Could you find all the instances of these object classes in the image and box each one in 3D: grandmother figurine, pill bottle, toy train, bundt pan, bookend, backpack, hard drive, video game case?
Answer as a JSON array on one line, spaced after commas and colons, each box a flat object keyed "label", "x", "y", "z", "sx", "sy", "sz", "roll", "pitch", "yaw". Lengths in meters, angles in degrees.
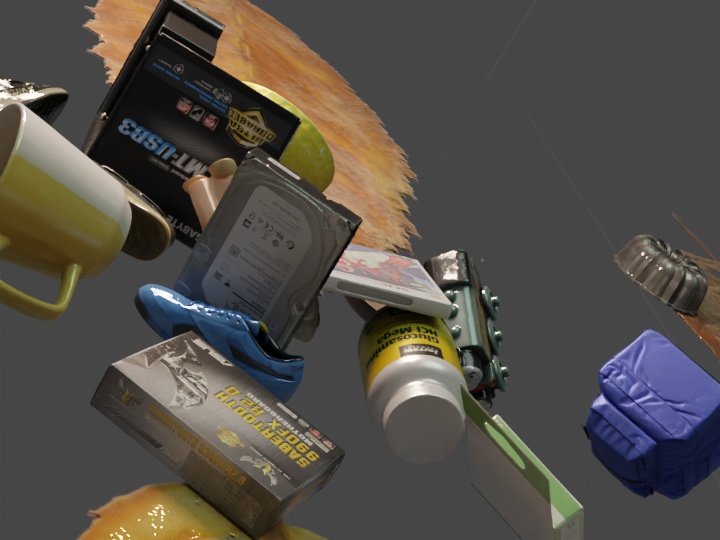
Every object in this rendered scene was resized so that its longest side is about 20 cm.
[{"label": "grandmother figurine", "x": -0.146, "y": -0.016, "z": 1.583, "sx": 0.060, "sy": 0.121, "sz": 0.202, "roll": 9, "pitch": 54, "yaw": -50}, {"label": "pill bottle", "x": 0.059, "y": 0.124, "z": 1.559, "sx": 0.112, "sy": 0.113, "sz": 0.200, "roll": 26, "pitch": 19, "yaw": -16}, {"label": "toy train", "x": 0.125, "y": 0.072, "z": 1.731, "sx": 0.114, "sy": 0.084, "sz": 0.201, "roll": 55, "pitch": 24, "yaw": -48}, {"label": "bundt pan", "x": 0.602, "y": -0.001, "z": 2.795, "sx": 0.201, "sy": 0.076, "sz": 0.202, "roll": 29, "pitch": 19, "yaw": -11}, {"label": "bookend", "x": -0.260, "y": -0.221, "z": 1.772, "sx": 0.092, "sy": 0.199, "sz": 0.200, "roll": 29, "pitch": 20, "yaw": -14}, {"label": "backpack", "x": 0.375, "y": 0.198, "z": 1.812, "sx": 0.163, "sy": 0.167, "sz": 0.200, "roll": 50, "pitch": -7, "yaw": 33}, {"label": "hard drive", "x": -0.105, "y": -0.007, "z": 1.489, "sx": 0.139, "sy": 0.201, "sz": 0.038, "roll": 35, "pitch": 21, "yaw": 5}, {"label": "video game case", "x": 0.000, "y": 0.000, "z": 1.640, "sx": 0.181, "sy": 0.023, "sz": 0.200, "roll": 14, "pitch": 12, "yaw": -13}]

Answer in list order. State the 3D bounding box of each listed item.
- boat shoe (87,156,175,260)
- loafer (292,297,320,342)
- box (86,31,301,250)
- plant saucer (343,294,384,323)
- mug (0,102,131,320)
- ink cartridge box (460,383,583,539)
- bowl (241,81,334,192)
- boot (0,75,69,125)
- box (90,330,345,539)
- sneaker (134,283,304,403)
[{"label": "boat shoe", "x": -0.293, "y": -0.079, "z": 1.584, "sx": 0.199, "sy": 0.073, "sz": 0.065, "roll": 38, "pitch": 8, "yaw": 5}, {"label": "loafer", "x": -0.088, "y": 0.029, "z": 1.651, "sx": 0.069, "sy": 0.070, "sz": 0.200, "roll": -13, "pitch": 18, "yaw": -6}, {"label": "box", "x": -0.201, "y": -0.143, "z": 1.673, "sx": 0.199, "sy": 0.200, "sz": 0.050, "roll": 32, "pitch": -1, "yaw": -2}, {"label": "plant saucer", "x": 0.049, "y": 0.048, "z": 1.857, "sx": 0.199, "sy": 0.035, "sz": 0.201, "roll": 29, "pitch": 20, "yaw": -12}, {"label": "mug", "x": -0.319, "y": -0.047, "z": 1.402, "sx": 0.153, "sy": 0.188, "sz": 0.149, "roll": 31, "pitch": -16, "yaw": -32}, {"label": "ink cartridge box", "x": 0.166, "y": 0.205, "z": 1.450, "sx": 0.146, "sy": 0.048, "sz": 0.201, "roll": 47, "pitch": -21, "yaw": 35}, {"label": "bowl", "x": -0.144, "y": -0.138, "z": 1.858, "sx": 0.199, "sy": 0.200, "sz": 0.108, "roll": 33, "pitch": 60, "yaw": 3}, {"label": "boot", "x": -0.444, "y": -0.221, "z": 1.662, "sx": 0.153, "sy": 0.074, "sz": 0.203, "roll": 40, "pitch": 23, "yaw": 7}, {"label": "box", "x": -0.128, "y": 0.145, "z": 1.308, "sx": 0.199, "sy": 0.049, "sz": 0.158, "roll": 37, "pitch": 19, "yaw": 13}, {"label": "sneaker", "x": -0.141, "y": 0.061, "z": 1.455, "sx": 0.199, "sy": 0.079, "sz": 0.066, "roll": 36, "pitch": 21, "yaw": 14}]
